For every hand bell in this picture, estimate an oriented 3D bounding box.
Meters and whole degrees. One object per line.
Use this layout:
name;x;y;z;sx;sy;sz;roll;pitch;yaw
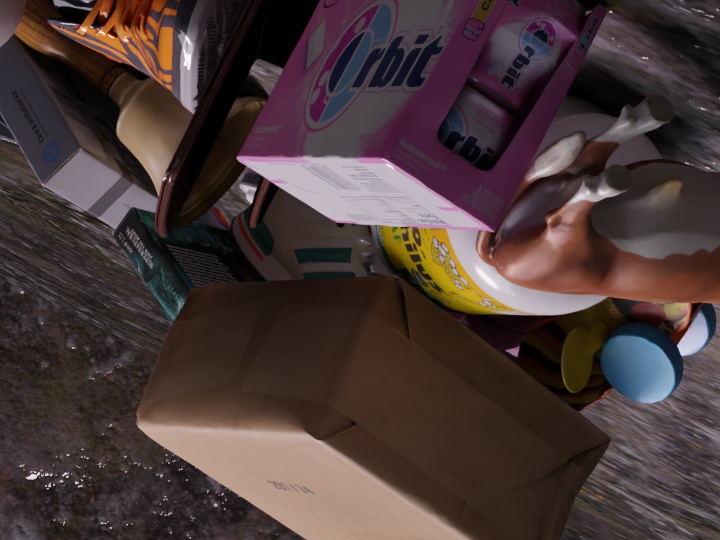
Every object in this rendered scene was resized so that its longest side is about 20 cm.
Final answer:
hand bell;-0.166;-0.129;1.795;0.200;0.104;0.104;39;174;14

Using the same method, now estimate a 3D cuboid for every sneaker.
sneaker;-0.124;-0.140;1.538;0.112;0.078;0.200;26;171;1
sneaker;0.000;0.000;1.792;0.070;0.094;0.200;2;-141;-53

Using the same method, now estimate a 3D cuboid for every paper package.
paper package;0.005;0.091;1.556;0.190;0.104;0.200;36;159;-28

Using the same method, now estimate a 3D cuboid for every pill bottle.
pill bottle;0.084;-0.033;1.416;0.113;0.113;0.200;30;171;-15

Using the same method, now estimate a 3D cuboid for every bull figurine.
bull figurine;0.154;-0.024;1.253;0.199;0.065;0.122;-3;150;-23

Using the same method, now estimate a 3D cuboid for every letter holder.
letter holder;-0.040;-0.067;1.493;0.100;0.143;0.200;28;171;-1

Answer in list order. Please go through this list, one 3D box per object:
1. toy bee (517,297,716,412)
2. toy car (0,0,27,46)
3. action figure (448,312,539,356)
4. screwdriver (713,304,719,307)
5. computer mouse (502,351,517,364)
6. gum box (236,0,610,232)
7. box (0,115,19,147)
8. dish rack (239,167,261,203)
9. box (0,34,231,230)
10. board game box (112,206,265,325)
toy bee;0.159;0.009;1.531;0.109;0.200;0.131;57;-159;-12
toy car;-0.257;-0.191;1.456;0.175;0.150;0.200;-13;167;-32
action figure;0.088;0.025;1.666;0.149;0.134;0.200;27;174;-5
screwdriver;0.215;0.024;1.606;0.200;0.028;0.029;26;143;33
computer mouse;0.062;0.051;2.000;0.053;0.139;0.200;50;154;-22
gum box;0.027;-0.084;1.283;0.066;0.114;0.200;32;170;-21
box;-0.314;-0.167;1.961;0.200;0.079;0.141;21;166;36
dish rack;0.010;-0.021;1.938;0.171;0.044;0.200;35;168;-34
box;-0.175;-0.086;1.879;0.200;0.041;0.156;31;-159;-52
board game box;-0.057;0.025;1.823;0.200;0.028;0.135;13;-150;-45
